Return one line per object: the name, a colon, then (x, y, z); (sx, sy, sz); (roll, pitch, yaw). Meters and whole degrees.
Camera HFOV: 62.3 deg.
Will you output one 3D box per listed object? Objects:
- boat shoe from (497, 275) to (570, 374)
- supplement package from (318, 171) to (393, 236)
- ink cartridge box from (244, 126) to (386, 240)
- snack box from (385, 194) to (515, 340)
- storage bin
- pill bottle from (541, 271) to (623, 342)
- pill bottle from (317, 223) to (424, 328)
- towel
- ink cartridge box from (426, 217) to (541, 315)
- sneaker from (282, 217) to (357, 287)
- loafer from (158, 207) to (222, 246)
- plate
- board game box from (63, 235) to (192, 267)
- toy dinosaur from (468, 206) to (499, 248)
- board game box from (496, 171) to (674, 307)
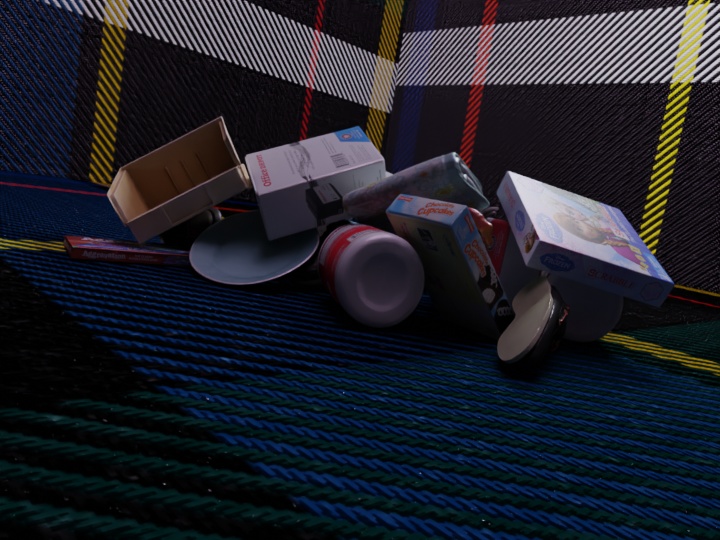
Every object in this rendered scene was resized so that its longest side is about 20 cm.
boat shoe: (0.206, 0.068, 0.686); (0.064, 0.073, 0.201); (52, 27, 0)
supplement package: (-0.011, -0.124, 1.120); (0.116, 0.120, 0.198); (29, 26, 30)
ink cartridge box: (-0.070, -0.141, 0.933); (0.195, 0.085, 0.146); (-16, 37, -9)
snack box: (0.117, -0.002, 0.753); (0.115, 0.037, 0.202); (20, -32, 49)
storage bin: (-0.287, -0.148, 0.961); (0.196, 0.095, 0.199); (-27, 26, -4)
pill bottle: (0.326, 0.034, 0.924); (0.113, 0.119, 0.200); (10, 8, 9)
pill bottle: (0.003, -0.002, 0.791); (0.109, 0.116, 0.200); (7, 7, -15)
towel: (0.088, -0.097, 0.862); (0.168, 0.049, 0.199); (-21, -18, 20)
ink cartridge box: (0.194, -0.008, 0.945); (0.083, 0.152, 0.200); (9, 8, -21)
sneaker: (-0.047, -0.038, 0.938); (0.198, 0.084, 0.072); (-30, 30, -36)
loafer: (-0.309, -0.078, 1.023); (0.070, 0.075, 0.197); (-7, 1, -41)
plate: (-0.157, -0.032, 0.896); (0.194, 0.026, 0.202); (-3, 37, 2)
board game box: (-0.339, -0.028, 0.907); (0.196, 0.020, 0.102); (5, 8, -34)
toy dinosaur: (0.120, -0.013, 0.831); (0.195, 0.107, 0.183); (-18, -34, -4)
board game box: (0.301, -0.050, 0.824); (0.194, 0.042, 0.202); (16, 33, -11)
